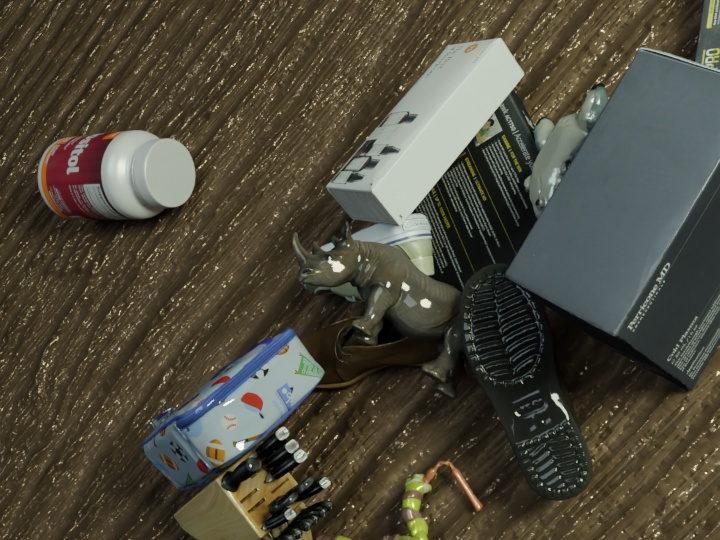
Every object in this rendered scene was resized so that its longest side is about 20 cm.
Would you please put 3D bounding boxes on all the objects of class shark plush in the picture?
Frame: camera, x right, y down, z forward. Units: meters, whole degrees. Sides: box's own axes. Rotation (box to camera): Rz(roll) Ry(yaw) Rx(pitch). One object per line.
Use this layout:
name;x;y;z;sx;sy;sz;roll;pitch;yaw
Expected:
shark plush;0.194;-0.073;0.779;0.091;0.083;0.200;-37;25;50

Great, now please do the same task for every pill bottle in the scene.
pill bottle;-0.313;-0.122;1.171;0.199;0.113;0.113;1;73;35

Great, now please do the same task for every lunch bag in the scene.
lunch bag;-0.127;0.134;0.891;0.160;0.076;0.200;-43;5;-33

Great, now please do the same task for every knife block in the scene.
knife block;-0.111;0.205;0.865;0.200;0.176;0.064;18;39;39

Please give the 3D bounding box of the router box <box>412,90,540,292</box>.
router box;0.119;-0.067;0.881;0.149;0.051;0.200;-31;57;20

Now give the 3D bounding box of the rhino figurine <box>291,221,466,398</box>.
rhino figurine;0.024;0.024;0.799;0.088;0.200;0.060;-58;5;-17

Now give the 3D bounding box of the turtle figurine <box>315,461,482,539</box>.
turtle figurine;0.030;0.276;0.801;0.161;0.064;0.201;-18;64;30

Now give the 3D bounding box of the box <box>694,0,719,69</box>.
box;0.373;-0.218;0.763;0.161;0.049;0.201;3;74;34

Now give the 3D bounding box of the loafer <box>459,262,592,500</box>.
loafer;0.136;0.093;0.768;0.073;0.071;0.201;-17;81;9

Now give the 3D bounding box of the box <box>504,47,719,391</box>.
box;0.237;-0.033;0.701;0.104;0.182;0.200;32;91;39

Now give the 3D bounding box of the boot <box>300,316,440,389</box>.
boot;-0.006;0.071;0.902;0.200;0.075;0.074;-15;66;32

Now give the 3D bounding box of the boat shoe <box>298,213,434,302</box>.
boat shoe;0.000;0.000;0.901;0.200;0.072;0.062;-25;72;55

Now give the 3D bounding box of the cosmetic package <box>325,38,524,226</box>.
cosmetic package;0.061;-0.133;0.853;0.200;0.051;0.082;-51;32;-17
